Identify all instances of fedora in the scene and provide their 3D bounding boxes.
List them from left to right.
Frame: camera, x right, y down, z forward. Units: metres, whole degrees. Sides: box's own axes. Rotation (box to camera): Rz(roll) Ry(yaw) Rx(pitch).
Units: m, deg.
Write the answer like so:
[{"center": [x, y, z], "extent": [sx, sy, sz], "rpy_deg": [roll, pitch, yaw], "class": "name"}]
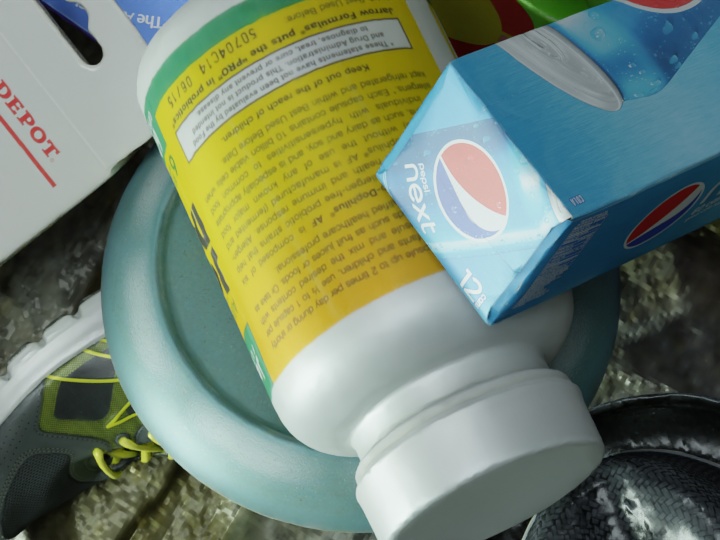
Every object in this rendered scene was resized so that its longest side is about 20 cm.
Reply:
[{"center": [0.114, 0.138, 0.944], "extent": [0.200, 0.092, 0.201], "rpy_deg": [-3, 76, 13], "class": "fedora"}]

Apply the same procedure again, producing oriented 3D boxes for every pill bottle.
[{"center": [0.006, -0.006, 0.910], "extent": [0.113, 0.113, 0.200], "rpy_deg": [-28, 70, 6], "class": "pill bottle"}]

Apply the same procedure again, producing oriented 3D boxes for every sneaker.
[{"center": [-0.074, 0.044, 1.020], "extent": [0.200, 0.074, 0.085], "rpy_deg": [-42, 72, 1], "class": "sneaker"}]

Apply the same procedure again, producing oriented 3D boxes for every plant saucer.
[{"center": [0.000, 0.000, 0.982], "extent": [0.200, 0.027, 0.200], "rpy_deg": [0, 68, 1], "class": "plant saucer"}]

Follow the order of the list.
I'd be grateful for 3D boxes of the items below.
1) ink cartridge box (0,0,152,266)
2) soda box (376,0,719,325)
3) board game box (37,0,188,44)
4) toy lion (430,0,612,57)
[{"center": [-0.169, -0.056, 1.032], "extent": [0.200, 0.067, 0.117], "rpy_deg": [-36, 96, 15], "class": "ink cartridge box"}, {"center": [0.105, -0.055, 0.879], "extent": [0.200, 0.064, 0.068], "rpy_deg": [-23, 69, -38], "class": "soda box"}, {"center": [-0.122, -0.184, 1.070], "extent": [0.200, 0.045, 0.135], "rpy_deg": [36, 92, 3], "class": "board game box"}, {"center": [0.033, -0.129, 0.957], "extent": [0.200, 0.192, 0.069], "rpy_deg": [27, 73, 39], "class": "toy lion"}]
